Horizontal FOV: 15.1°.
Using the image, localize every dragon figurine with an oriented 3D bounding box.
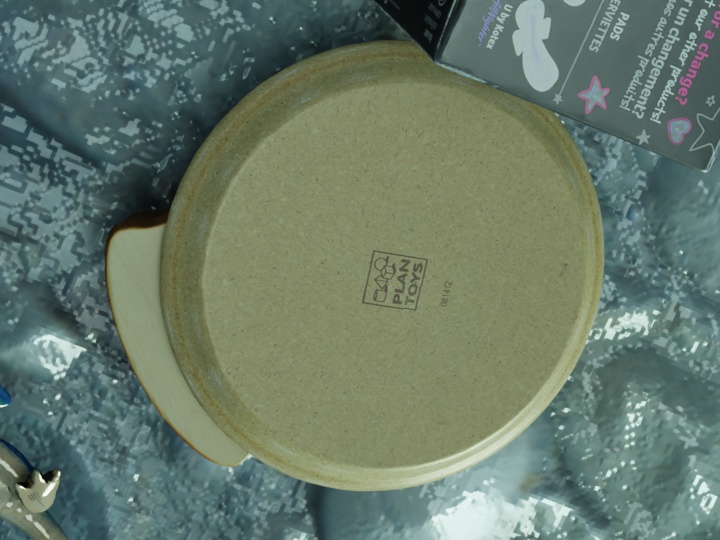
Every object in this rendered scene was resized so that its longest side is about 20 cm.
[{"bbox_3d":[-0.171,0.066,1.088,0.059,0.099,0.200,-45,128,2],"label":"dragon figurine"}]

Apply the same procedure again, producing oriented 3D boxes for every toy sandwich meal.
[{"bbox_3d":[0.000,0.000,1.104,0.205,0.070,0.205,-3,103,-14],"label":"toy sandwich meal"}]

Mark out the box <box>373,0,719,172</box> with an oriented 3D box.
[{"bbox_3d":[0.080,-0.133,1.007,0.115,0.200,0.132,20,101,-15],"label":"box"}]
